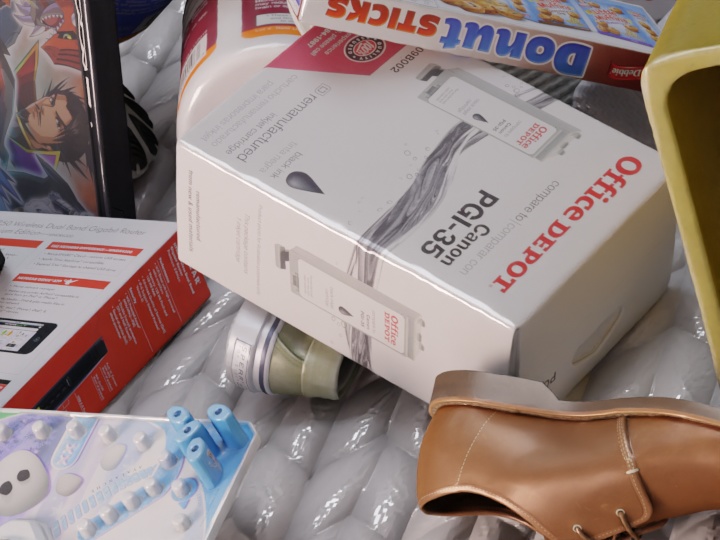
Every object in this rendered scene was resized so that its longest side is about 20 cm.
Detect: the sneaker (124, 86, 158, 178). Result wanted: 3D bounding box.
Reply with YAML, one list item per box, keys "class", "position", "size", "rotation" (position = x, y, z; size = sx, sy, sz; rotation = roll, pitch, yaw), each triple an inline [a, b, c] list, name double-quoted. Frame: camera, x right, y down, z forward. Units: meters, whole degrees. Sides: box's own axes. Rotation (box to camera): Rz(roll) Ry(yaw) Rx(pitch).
- class: "sneaker"
  position: [-0.192, -0.099, 1.671]
  size: [0.084, 0.081, 0.200]
  rotation: [-52, 45, 7]

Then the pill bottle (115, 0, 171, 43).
- class: "pill bottle"
  position: [-0.128, -0.210, 1.567]
  size: [0.112, 0.112, 0.200]
  rotation: [-38, 0, -30]

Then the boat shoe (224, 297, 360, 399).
- class: "boat shoe"
  position: [0.000, 0.000, 1.402]
  size: [0.062, 0.072, 0.200]
  rotation: [20, 46, 15]

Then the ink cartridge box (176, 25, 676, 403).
- class: "ink cartridge box"
  position: [0.033, -0.028, 1.323]
  size: [0.200, 0.083, 0.146]
  rotation: [29, 51, 24]

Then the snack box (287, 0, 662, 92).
- class: "snack box"
  position: [0.058, -0.125, 1.362]
  size: [0.199, 0.024, 0.072]
  rotation: [10, 24, -19]

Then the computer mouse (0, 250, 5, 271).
- class: "computer mouse"
  position: [-0.262, -0.025, 1.467]
  size: [0.140, 0.046, 0.200]
  rotation: [3, 2, -17]

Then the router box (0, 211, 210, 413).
- class: "router box"
  position: [-0.209, 0.038, 1.464]
  size: [0.200, 0.049, 0.180]
  rotation: [5, 37, 36]

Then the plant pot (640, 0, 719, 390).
- class: "plant pot"
  position: [0.244, -0.066, 1.226]
  size: [0.194, 0.196, 0.200]
  rotation: [-10, 28, 16]

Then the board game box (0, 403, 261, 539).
- class: "board game box"
  position: [-0.167, 0.137, 1.245]
  size: [0.199, 0.026, 0.200]
  rotation: [1, 50, 32]

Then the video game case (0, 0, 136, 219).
- class: "video game case"
  position: [-0.207, -0.104, 1.556]
  size: [0.180, 0.201, 0.025]
  rotation: [5, 15, 36]

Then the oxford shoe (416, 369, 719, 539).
- class: "oxford shoe"
  position: [0.114, 0.092, 1.182]
  size: [0.200, 0.071, 0.071]
  rotation: [3, 65, 33]

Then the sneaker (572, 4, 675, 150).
- class: "sneaker"
  position: [0.214, -0.104, 1.424]
  size: [0.200, 0.075, 0.115]
  rotation: [3, 39, 40]

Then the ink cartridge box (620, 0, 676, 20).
- class: "ink cartridge box"
  position: [0.230, -0.227, 1.552]
  size: [0.199, 0.146, 0.084]
  rotation: [-6, 33, 24]

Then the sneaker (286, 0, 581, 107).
- class: "sneaker"
  position: [0.025, -0.127, 1.486]
  size: [0.073, 0.200, 0.114]
  rotation: [-57, 35, 8]

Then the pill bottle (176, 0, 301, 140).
- class: "pill bottle"
  position: [-0.045, -0.119, 1.565]
  size: [0.114, 0.114, 0.200]
  rotation: [-15, 30, 7]
